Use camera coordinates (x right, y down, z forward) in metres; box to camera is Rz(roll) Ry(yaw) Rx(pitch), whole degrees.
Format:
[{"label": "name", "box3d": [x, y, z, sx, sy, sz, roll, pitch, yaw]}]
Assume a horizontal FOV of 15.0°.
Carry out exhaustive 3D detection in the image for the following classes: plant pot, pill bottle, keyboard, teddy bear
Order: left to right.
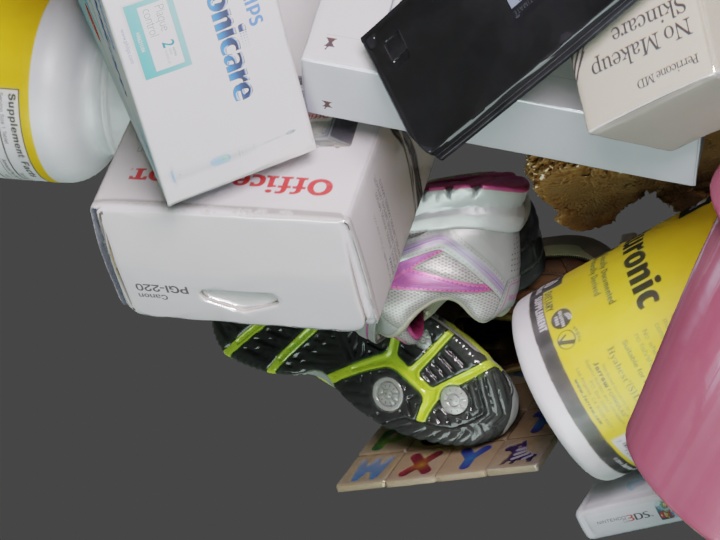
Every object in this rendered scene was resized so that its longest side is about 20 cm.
[{"label": "pill bottle", "box3d": [-0.199, -0.109, 1.544, 0.199, 0.113, 0.113, 5, 140, 16]}, {"label": "keyboard", "box3d": [0.075, -0.153, 1.262, 0.200, 0.127, 0.021, -38, 156, 30]}, {"label": "teddy bear", "box3d": [0.185, -0.084, 1.464, 0.200, 0.067, 0.145, -26, 135, 36]}, {"label": "pill bottle", "box3d": [0.189, 0.021, 1.448, 0.199, 0.112, 0.111, -28, 125, 17]}, {"label": "plant pot", "box3d": [0.226, 0.043, 1.301, 0.199, 0.200, 0.179, 29, 111, -12]}]

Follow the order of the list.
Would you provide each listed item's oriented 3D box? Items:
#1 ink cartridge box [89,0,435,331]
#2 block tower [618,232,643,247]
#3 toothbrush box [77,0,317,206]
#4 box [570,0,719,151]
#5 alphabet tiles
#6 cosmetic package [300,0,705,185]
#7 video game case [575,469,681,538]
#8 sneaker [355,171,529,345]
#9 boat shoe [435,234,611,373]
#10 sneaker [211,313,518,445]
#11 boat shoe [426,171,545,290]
[{"label": "ink cartridge box", "box3d": [-0.040, -0.071, 1.452, 0.145, 0.201, 0.085, 3, 139, 18]}, {"label": "block tower", "box3d": [0.239, -0.002, 1.537, 0.199, 0.054, 0.058, -11, 132, 33]}, {"label": "toothbrush box", "box3d": [-0.102, -0.156, 1.371, 0.085, 0.200, 0.147, -22, 138, -7]}, {"label": "box", "box3d": [0.133, -0.164, 1.271, 0.082, 0.201, 0.068, -26, 158, 38]}, {"label": "alphabet tiles", "box3d": [0.103, 0.075, 1.600, 0.199, 0.167, 0.008, -9, 113, 30]}, {"label": "cosmetic package", "box3d": [0.085, -0.133, 1.363, 0.199, 0.151, 0.052, 11, 151, 9]}, {"label": "video game case", "box3d": [0.230, 0.069, 1.513, 0.181, 0.200, 0.024, -16, 112, 36]}, {"label": "sneaker", "box3d": [0.000, 0.000, 1.513, 0.199, 0.081, 0.089, -5, 96, 23]}, {"label": "boat shoe", "box3d": [0.060, 0.031, 1.638, 0.199, 0.068, 0.072, -16, 131, 37]}, {"label": "sneaker", "box3d": [0.011, 0.042, 1.604, 0.199, 0.076, 0.076, 24, 106, 27]}, {"label": "boat shoe", "box3d": [0.010, -0.017, 1.598, 0.200, 0.074, 0.063, 0, 139, 22]}]
